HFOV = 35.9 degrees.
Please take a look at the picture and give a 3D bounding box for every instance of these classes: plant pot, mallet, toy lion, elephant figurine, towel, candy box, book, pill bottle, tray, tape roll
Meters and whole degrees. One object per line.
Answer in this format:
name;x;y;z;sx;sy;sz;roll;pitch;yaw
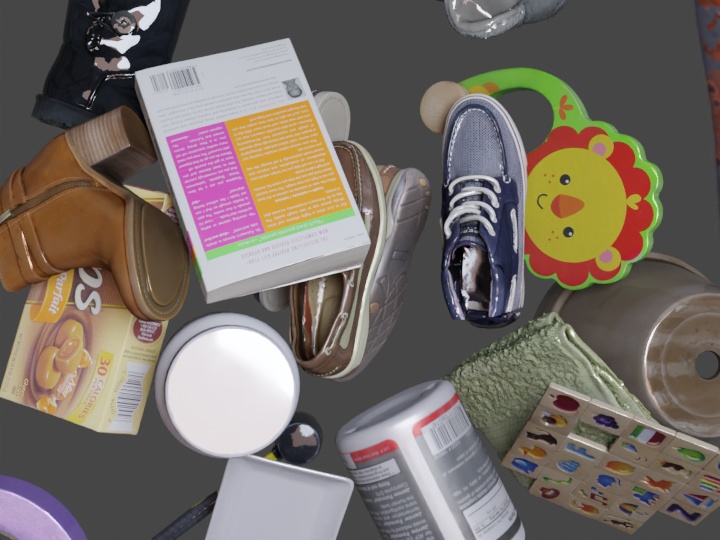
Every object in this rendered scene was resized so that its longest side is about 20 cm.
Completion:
plant pot;0.267;0.079;0.972;0.199;0.174;0.201;0;89;-10
mallet;-0.116;0.192;0.983;0.200;0.066;0.041;-36;92;7
toy lion;0.162;-0.081;0.968;0.191;0.069;0.201;-10;89;24
elephant figurine;0.120;-0.261;0.974;0.200;0.155;0.141;47;60;4
towel;0.156;0.118;0.946;0.148;0.200;0.036;48;59;-4
candy box;-0.219;0.026;0.933;0.115;0.055;0.201;13;85;27
book;-0.089;-0.084;0.885;0.133;0.048;0.200;-15;69;-15
pill bottle;-0.109;0.090;0.900;0.114;0.200;0.114;0;88;-9
tray;-0.083;0.245;0.956;0.107;0.022;0.200;15;111;-8
pill bottle;0.070;0.207;0.959;0.114;0.114;0.200;-27;92;-8
tape roll;-0.324;0.275;0.930;0.199;0.066;0.201;0;88;-9

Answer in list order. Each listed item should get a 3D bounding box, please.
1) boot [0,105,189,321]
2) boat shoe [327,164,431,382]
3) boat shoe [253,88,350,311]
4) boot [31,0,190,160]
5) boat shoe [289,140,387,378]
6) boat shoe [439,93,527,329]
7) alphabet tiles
boot;-0.221;-0.018;0.874;0.154;0.074;0.200;-28;56;15
boat shoe;0.000;0.000;0.992;0.072;0.076;0.201;20;91;26
boat shoe;-0.065;-0.064;0.994;0.063;0.073;0.201;16;92;35
boot;-0.170;-0.182;0.961;0.200;0.076;0.169;18;89;-1
boat shoe;-0.024;-0.013;0.923;0.075;0.075;0.203;-3;82;27
boat shoe;0.099;-0.049;0.913;0.074;0.093;0.201;-7;90;17
alphabet tiles;0.208;0.165;0.910;0.167;0.200;0.008;21;60;5
